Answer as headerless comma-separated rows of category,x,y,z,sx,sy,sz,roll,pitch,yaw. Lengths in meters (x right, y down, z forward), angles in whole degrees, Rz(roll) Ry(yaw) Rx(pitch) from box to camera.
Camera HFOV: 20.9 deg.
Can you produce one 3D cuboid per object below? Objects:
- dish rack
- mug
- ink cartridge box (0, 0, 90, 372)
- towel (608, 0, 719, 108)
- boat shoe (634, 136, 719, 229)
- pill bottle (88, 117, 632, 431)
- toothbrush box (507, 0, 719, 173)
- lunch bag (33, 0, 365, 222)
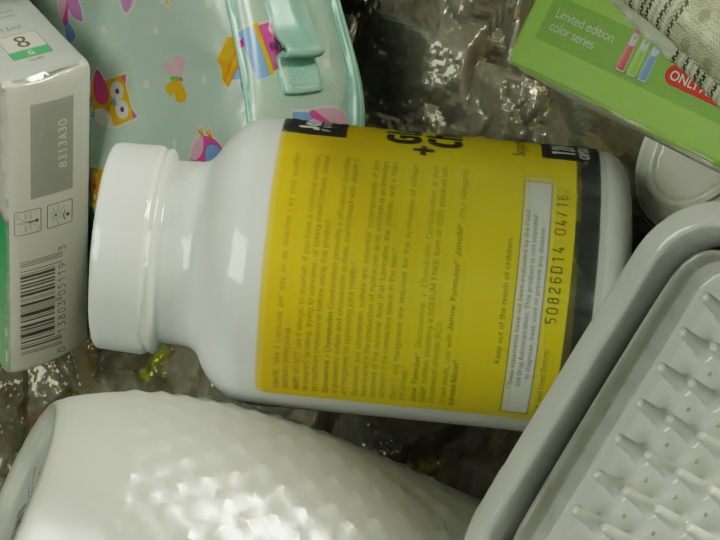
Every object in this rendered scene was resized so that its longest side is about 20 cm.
dish rack,0.141,0.080,0.635,0.200,0.043,0.172,29,86,45
mug,-0.059,0.145,0.723,0.148,0.175,0.201,-45,25,54
ink cartridge box,-0.192,-0.073,0.937,0.200,0.050,0.162,43,140,39
towel,0.154,-0.137,0.580,0.193,0.034,0.200,-50,54,12
boat shoe,0.164,-0.092,0.724,0.200,0.066,0.072,-48,60,23
pill bottle,0.000,0.000,0.755,0.199,0.112,0.113,6,89,1
toothbrush box,0.163,-0.121,0.636,0.145,0.086,0.201,30,98,37
lunch bag,-0.072,-0.113,0.871,0.160,0.077,0.201,-22,79,48
